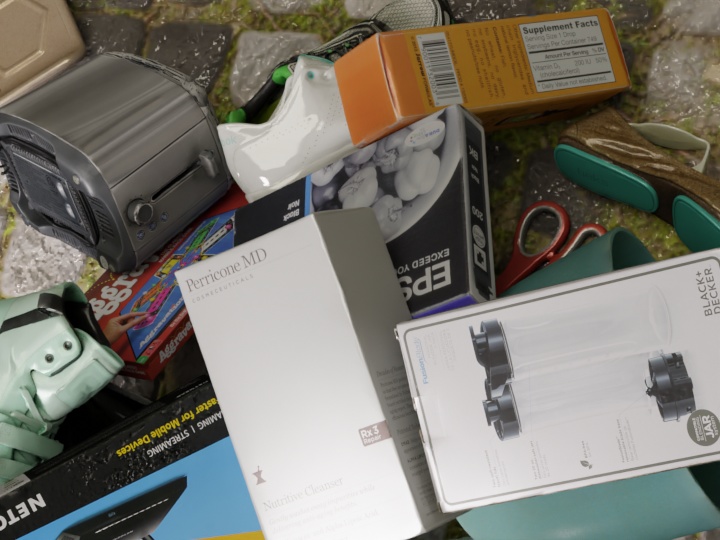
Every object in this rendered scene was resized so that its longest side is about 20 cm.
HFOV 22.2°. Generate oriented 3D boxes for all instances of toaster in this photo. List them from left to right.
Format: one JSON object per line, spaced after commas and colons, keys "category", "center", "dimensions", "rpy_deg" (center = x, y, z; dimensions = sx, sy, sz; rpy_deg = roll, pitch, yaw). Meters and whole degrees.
{"category": "toaster", "center": [-0.189, -0.088, 1.375], "dimensions": [0.129, 0.114, 0.200], "rpy_deg": [-36, 37, -26]}

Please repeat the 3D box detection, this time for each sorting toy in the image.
{"category": "sorting toy", "center": [-0.330, -0.200, 1.535], "dimensions": [0.185, 0.036, 0.200], "rpy_deg": [-30, 61, 10]}

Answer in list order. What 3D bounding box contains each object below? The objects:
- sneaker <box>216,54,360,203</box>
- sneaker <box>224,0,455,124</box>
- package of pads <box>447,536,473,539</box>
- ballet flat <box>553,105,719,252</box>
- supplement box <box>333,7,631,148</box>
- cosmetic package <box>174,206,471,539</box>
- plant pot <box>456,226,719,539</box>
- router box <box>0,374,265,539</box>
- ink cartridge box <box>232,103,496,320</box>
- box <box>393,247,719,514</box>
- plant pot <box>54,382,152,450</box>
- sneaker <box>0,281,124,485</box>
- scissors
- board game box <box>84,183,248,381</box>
{"category": "sneaker", "center": [-0.008, -0.122, 1.309], "dimensions": [0.200, 0.075, 0.089], "rpy_deg": [-32, 96, -12]}
{"category": "sneaker", "center": [-0.013, -0.137, 1.364], "dimensions": [0.200, 0.085, 0.078], "rpy_deg": [-40, 64, 4]}
{"category": "package of pads", "center": [-0.008, 0.256, 1.185], "dimensions": [0.200, 0.068, 0.155], "rpy_deg": [-10, 36, 9]}
{"category": "ballet flat", "center": [0.228, -0.057, 1.269], "dimensions": [0.200, 0.068, 0.072], "rpy_deg": [34, 69, 30]}
{"category": "supplement box", "center": [0.086, -0.133, 1.266], "dimensions": [0.067, 0.200, 0.069], "rpy_deg": [-26, 75, 58]}
{"category": "cosmetic package", "center": [-0.021, 0.072, 1.113], "dimensions": [0.113, 0.081, 0.200], "rpy_deg": [-24, 85, 28]}
{"category": "plant pot", "center": [0.133, 0.094, 1.182], "dimensions": [0.161, 0.201, 0.201], "rpy_deg": [-24, 67, 19]}
{"category": "router box", "center": [-0.143, 0.175, 1.128], "dimensions": [0.200, 0.051, 0.149], "rpy_deg": [-29, 98, -15]}
{"category": "ink cartridge box", "center": [-0.001, 0.016, 1.188], "dimensions": [0.198, 0.043, 0.200], "rpy_deg": [-24, 54, 31]}
{"category": "box", "center": [0.130, 0.061, 1.045], "dimensions": [0.200, 0.060, 0.117], "rpy_deg": [-16, 88, 24]}
{"category": "plant pot", "center": [-0.185, 0.183, 1.280], "dimensions": [0.200, 0.177, 0.200], "rpy_deg": [23, 83, 24]}
{"category": "sneaker", "center": [-0.205, 0.101, 1.172], "dimensions": [0.118, 0.074, 0.201], "rpy_deg": [-22, 65, 20]}
{"category": "scissors", "center": [0.094, 0.033, 1.311], "dimensions": [0.200, 0.014, 0.073], "rpy_deg": [-47, 66, 0]}
{"category": "board game box", "center": [-0.136, 0.002, 1.336], "dimensions": [0.103, 0.019, 0.200], "rpy_deg": [6, 42, 35]}
